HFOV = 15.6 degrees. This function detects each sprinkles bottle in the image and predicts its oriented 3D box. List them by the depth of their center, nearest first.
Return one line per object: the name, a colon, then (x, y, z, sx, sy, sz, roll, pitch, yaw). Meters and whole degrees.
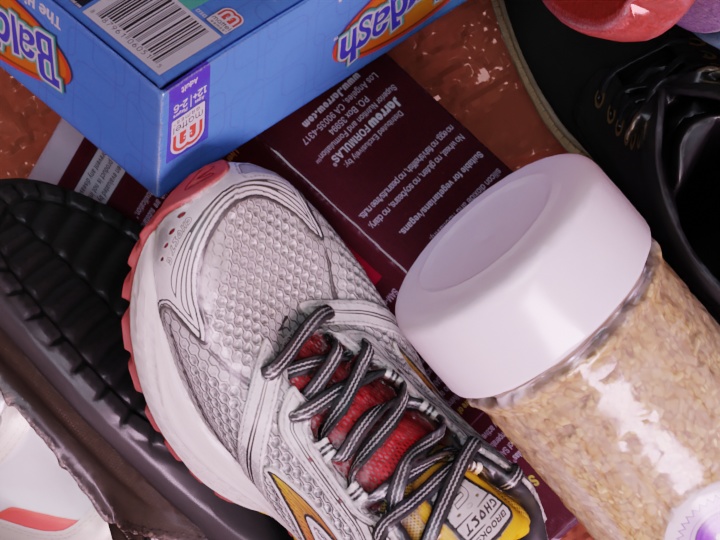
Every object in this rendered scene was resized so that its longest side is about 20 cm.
sprinkles bottle: (0.096, 0.061, 0.716, 0.068, 0.068, 0.200, -41, 108, 3)

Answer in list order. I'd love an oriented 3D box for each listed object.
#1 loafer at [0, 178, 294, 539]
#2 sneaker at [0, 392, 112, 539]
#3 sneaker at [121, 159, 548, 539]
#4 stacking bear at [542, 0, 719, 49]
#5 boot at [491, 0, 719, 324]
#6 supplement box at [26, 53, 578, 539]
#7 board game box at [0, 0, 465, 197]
loafer: (-0.063, 0.060, 0.802, 0.200, 0.073, 0.071, 48, 127, -6)
sneaker: (-0.157, 0.031, 0.830, 0.200, 0.093, 0.070, 38, 93, 3)
sneaker: (0.009, 0.052, 0.730, 0.078, 0.082, 0.200, -45, 114, -27)
stacking bear: (0.154, -0.096, 0.716, 0.199, 0.114, 0.122, 16, 93, -21)
boot: (0.092, -0.054, 0.770, 0.077, 0.138, 0.200, -40, 66, 6)
supplement box: (0.000, 0.000, 0.808, 0.200, 0.109, 0.061, 44, 54, 2)
board game box: (-0.035, -0.123, 0.770, 0.200, 0.045, 0.152, -34, 60, -30)
